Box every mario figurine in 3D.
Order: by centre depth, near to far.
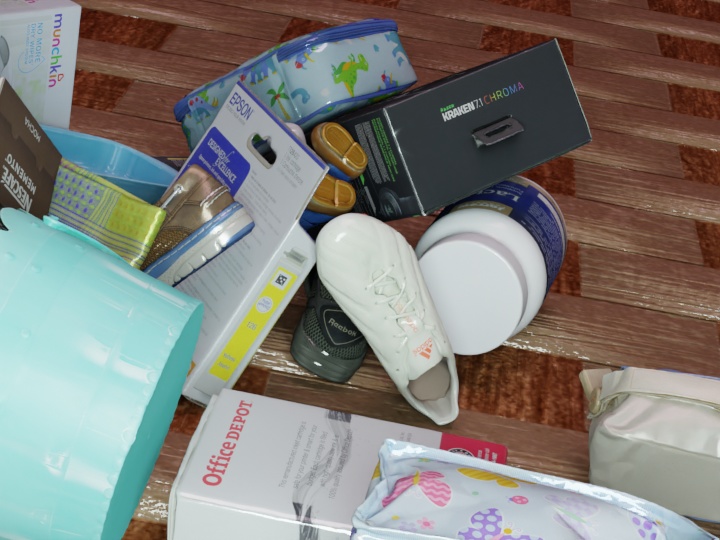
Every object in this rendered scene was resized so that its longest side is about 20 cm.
[{"bbox_3d":[-0.087,-0.048,1.437,0.123,0.200,0.106,-27,83,-45],"label":"mario figurine"}]

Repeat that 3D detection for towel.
[{"bbox_3d":[-0.235,0.017,1.265,0.143,0.201,0.023,26,-12,37],"label":"towel"}]

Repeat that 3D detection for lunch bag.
[{"bbox_3d":[0.086,0.202,0.942,0.198,0.171,0.127,12,22,5],"label":"lunch bag"},{"bbox_3d":[-0.057,-0.156,1.586,0.199,0.083,0.160,-23,-3,41],"label":"lunch bag"}]

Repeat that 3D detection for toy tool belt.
[{"bbox_3d":[0.256,0.119,1.261,0.198,0.126,0.123,9,32,-2],"label":"toy tool belt"}]

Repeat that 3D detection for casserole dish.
[{"bbox_3d":[-0.231,-0.082,1.459,0.121,0.039,0.199,30,13,36],"label":"casserole dish"}]

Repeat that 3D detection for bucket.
[{"bbox_3d":[-0.189,0.078,1.090,0.134,0.208,0.207,21,24,1],"label":"bucket"}]

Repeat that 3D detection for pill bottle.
[{"bbox_3d":[0.105,-0.005,1.471,0.115,0.117,0.200,14,19,10],"label":"pill bottle"}]

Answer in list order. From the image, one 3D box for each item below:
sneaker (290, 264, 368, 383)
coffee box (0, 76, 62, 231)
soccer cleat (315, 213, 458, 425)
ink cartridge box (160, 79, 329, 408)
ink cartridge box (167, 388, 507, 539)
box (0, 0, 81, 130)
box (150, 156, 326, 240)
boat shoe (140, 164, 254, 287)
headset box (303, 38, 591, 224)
[{"bbox_3d":[0.000,0.000,1.427,0.076,0.115,0.200,29,23,-5],"label":"sneaker"},{"bbox_3d":[-0.331,-0.080,1.264,0.198,0.113,0.080,3,64,17],"label":"coffee box"},{"bbox_3d":[0.028,0.035,1.299,0.069,0.200,0.078,-31,43,1],"label":"soccer cleat"},{"bbox_3d":[-0.103,-0.024,1.360,0.047,0.200,0.198,32,9,-34],"label":"ink cartridge box"},{"bbox_3d":[-0.013,0.158,1.113,0.198,0.084,0.145,11,24,4],"label":"ink cartridge box"},{"bbox_3d":[-0.345,-0.140,1.518,0.096,0.201,0.176,29,29,36],"label":"box"},{"bbox_3d":[-0.139,-0.056,1.596,0.199,0.049,0.161,-1,27,-25],"label":"box"},{"bbox_3d":[-0.170,-0.010,1.316,0.073,0.199,0.072,56,22,-1],"label":"boat shoe"},{"bbox_3d":[0.069,-0.110,1.464,0.173,0.093,0.200,-24,6,-25],"label":"headset box"}]
